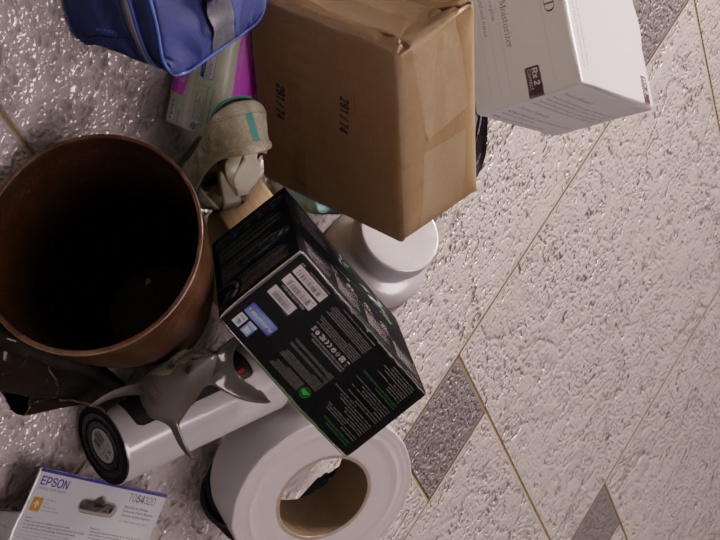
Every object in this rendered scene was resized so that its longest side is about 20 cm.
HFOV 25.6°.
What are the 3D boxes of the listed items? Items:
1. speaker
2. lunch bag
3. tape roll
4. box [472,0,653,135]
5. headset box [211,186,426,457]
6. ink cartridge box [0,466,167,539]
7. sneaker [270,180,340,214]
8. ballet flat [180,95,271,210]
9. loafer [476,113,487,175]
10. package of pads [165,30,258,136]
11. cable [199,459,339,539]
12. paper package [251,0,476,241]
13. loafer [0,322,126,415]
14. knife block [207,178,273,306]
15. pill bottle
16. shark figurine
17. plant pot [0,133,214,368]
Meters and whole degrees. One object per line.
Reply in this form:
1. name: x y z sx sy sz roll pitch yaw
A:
1. speaker: -0.165 0.131 1.515 0.200 0.081 0.081 -22 127 -38
2. lunch bag: -0.157 -0.266 1.264 0.136 0.132 0.200 -45 142 -33
3. tape roll: -0.050 0.216 1.639 0.202 0.071 0.203 -13 124 -21
4. box: 0.212 -0.267 1.745 0.200 0.131 0.199 6 72 -57
5. headset box: -0.042 0.038 1.403 0.093 0.200 0.174 -38 110 7
6. ink cartridge box: -0.287 0.283 1.488 0.196 0.043 0.200 28 83 -57
7. sneaker: 0.010 -0.090 1.626 0.200 0.082 0.074 -17 132 -31
8. ballet flat: -0.122 -0.086 1.409 0.067 0.062 0.200 -17 165 -20
9. loafer: 0.111 -0.177 1.782 0.070 0.068 0.201 16 88 -61
10. package of pads: -0.085 -0.209 1.469 0.200 0.068 0.155 -12 120 -54
11. cable: -0.071 0.221 1.701 0.200 0.051 0.163 -1 115 -32
12. paper package: 0.002 -0.155 1.387 0.103 0.191 0.200 -35 137 -34
13. loafer: -0.280 0.089 1.366 0.071 0.073 0.200 -55 145 1
14. knife block: -0.060 0.026 1.532 0.064 0.175 0.200 -46 156 -32
15. pill bottle: 0.000 0.000 1.597 0.109 0.109 0.200 -45 180 -32
16. shark figurine: -0.154 0.122 1.410 0.128 0.090 0.214 -28 174 5
17. plant pot: -0.200 0.009 1.350 0.187 0.187 0.200 -61 163 -12
